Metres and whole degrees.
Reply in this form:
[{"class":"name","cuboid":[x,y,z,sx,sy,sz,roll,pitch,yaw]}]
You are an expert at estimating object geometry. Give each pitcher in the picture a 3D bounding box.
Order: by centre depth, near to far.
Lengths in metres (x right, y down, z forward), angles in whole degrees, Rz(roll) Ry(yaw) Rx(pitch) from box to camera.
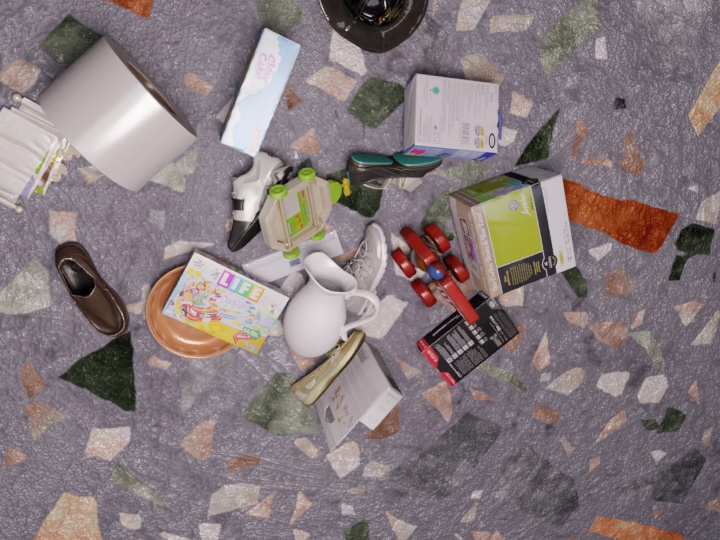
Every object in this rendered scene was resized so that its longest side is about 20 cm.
[{"class":"pitcher","cuboid":[-0.060,0.087,1.147,0.171,0.121,0.200,31,127,10]}]

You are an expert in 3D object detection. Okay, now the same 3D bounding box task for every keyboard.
[{"class":"keyboard","cuboid":[-0.135,-0.023,1.186,0.200,0.011,0.056,-21,117,-6]}]

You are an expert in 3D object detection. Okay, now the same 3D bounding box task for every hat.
[{"class":"hat","cuboid":[0.015,-0.486,1.028,0.200,0.081,0.201,-7,118,-14]}]

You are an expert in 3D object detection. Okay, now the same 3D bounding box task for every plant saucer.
[{"class":"plant saucer","cuboid":[-0.316,0.077,1.161,0.200,0.037,0.201,-4,110,-12]}]

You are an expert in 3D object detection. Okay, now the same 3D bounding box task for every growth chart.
[{"class":"growth chart","cuboid":[-0.581,-0.196,1.014,0.145,0.018,0.200,39,96,-22]}]

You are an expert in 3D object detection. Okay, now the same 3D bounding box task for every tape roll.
[{"class":"tape roll","cuboid":[-0.383,-0.248,0.946,0.139,0.203,0.203,-40,113,2]}]

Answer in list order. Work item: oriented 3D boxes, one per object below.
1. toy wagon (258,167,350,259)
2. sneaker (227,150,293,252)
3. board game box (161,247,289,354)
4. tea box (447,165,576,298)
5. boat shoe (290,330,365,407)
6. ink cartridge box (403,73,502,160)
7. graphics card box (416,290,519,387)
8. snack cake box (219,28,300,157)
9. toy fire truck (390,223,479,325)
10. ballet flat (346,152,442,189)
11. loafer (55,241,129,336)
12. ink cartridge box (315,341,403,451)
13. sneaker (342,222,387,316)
[{"class":"toy wagon","cuboid":[-0.102,-0.118,1.116,0.200,0.040,0.155,-38,142,-29]},{"class":"sneaker","cuboid":[-0.210,-0.131,1.104,0.088,0.074,0.200,33,103,6]},{"class":"board game box","cuboid":[-0.257,0.061,1.131,0.200,0.034,0.135,27,100,-21]},{"class":"tea box","cuboid":[0.307,-0.082,1.204,0.196,0.134,0.200,-19,111,-7]},{"class":"boat shoe","cuboid":[-0.068,0.197,1.248,0.063,0.073,0.201,41,102,9]},{"class":"ink cartridge box","cuboid":[0.186,-0.285,1.119,0.200,0.076,0.137,2,88,-12]},{"class":"graphics card box","cuboid":[0.239,0.150,1.312,0.200,0.051,0.126,-39,112,3]},{"class":"snack cake box","cuboid":[-0.178,-0.307,1.021,0.067,0.115,0.200,21,102,-19]},{"class":"toy fire truck","cuboid":[0.155,0.005,1.178,0.112,0.168,0.200,-36,113,0]},{"class":"ballet flat","cuboid":[0.062,-0.194,1.144,0.200,0.068,0.068,-5,128,-21]},{"class":"loafer","cuboid":[-0.501,0.047,1.086,0.073,0.071,0.200,-28,112,-3]},{"class":"ink cartridge box","cuboid":[-0.010,0.260,1.208,0.044,0.200,0.174,37,97,-23]},{"class":"sneaker","cuboid":[0.000,0.000,1.189,0.082,0.075,0.200,7,107,-17]}]
